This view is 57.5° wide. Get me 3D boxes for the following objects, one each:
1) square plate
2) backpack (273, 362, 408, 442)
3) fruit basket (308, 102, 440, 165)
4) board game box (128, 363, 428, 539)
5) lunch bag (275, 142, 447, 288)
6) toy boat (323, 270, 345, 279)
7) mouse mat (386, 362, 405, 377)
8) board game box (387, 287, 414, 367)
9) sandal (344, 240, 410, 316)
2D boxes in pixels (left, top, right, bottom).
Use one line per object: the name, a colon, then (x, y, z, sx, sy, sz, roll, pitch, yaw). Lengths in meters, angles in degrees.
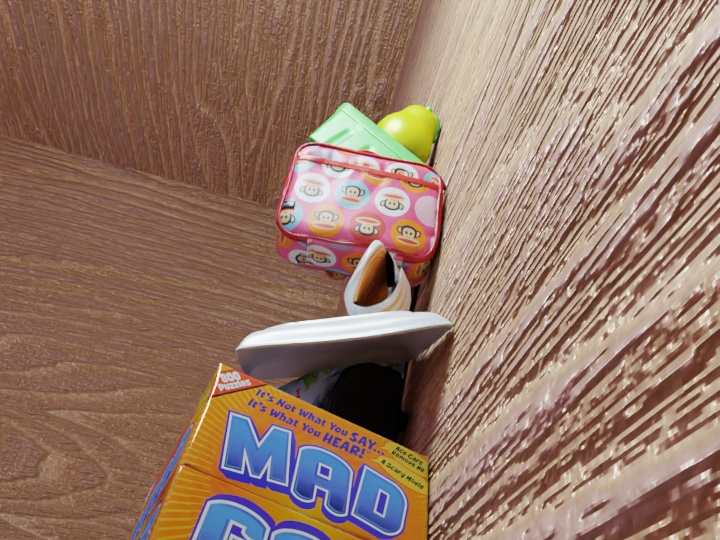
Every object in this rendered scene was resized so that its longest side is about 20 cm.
square plate: (-0.025, 0.077, 0.664, 0.200, 0.195, 0.029, 114, 149, -71)
backpack: (-0.057, 0.194, 0.730, 0.200, 0.152, 0.165, -41, 32, 56)
fruit basket: (0.036, -0.167, 1.017, 0.156, 0.213, 0.217, 110, 174, -46)
board game box: (-0.081, 0.242, 0.515, 0.201, 0.198, 0.201, -56, 14, 34)
lunch bag: (0.003, -0.080, 0.812, 0.082, 0.197, 0.178, 101, 180, -56)
toy boat: (0.000, 0.000, 1.075, 0.200, 0.129, 0.132, 174, 110, -87)
mouse mat: (0.030, 0.195, 0.839, 0.161, 0.007, 0.202, 112, 170, -68)
board game box: (0.052, 0.031, 0.911, 0.135, 0.028, 0.203, 133, 153, -82)
sandal: (0.030, 0.039, 0.744, 0.080, 0.059, 0.207, -59, -18, -21)
